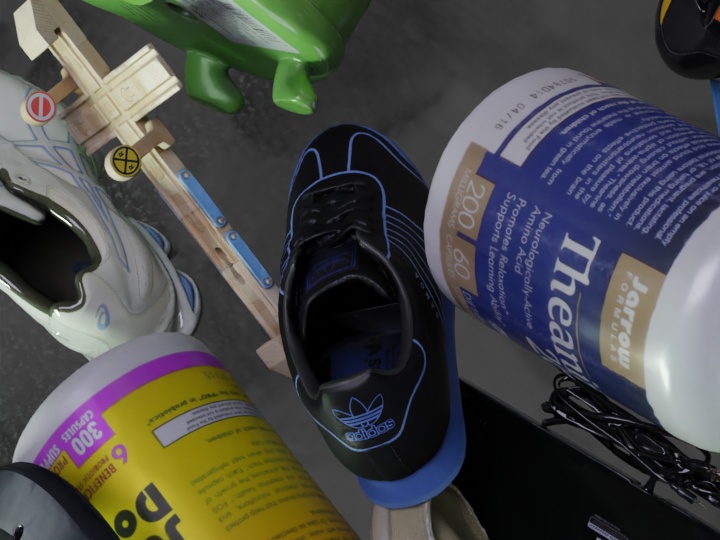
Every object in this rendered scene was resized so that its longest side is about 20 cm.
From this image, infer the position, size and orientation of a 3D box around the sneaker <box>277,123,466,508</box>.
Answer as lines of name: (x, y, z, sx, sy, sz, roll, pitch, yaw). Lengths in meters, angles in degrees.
sneaker: (0.000, 0.000, 1.237, 0.070, 0.078, 0.201, -21, 46, 9)

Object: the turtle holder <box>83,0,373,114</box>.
turtle holder: (-0.059, -0.150, 1.312, 0.140, 0.185, 0.132, 28, 80, -9)

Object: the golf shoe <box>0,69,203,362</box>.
golf shoe: (-0.154, -0.036, 1.332, 0.200, 0.097, 0.078, 41, 96, 27)

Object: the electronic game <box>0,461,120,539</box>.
electronic game: (-0.110, 0.173, 1.226, 0.041, 0.200, 0.200, -21, 63, -27)

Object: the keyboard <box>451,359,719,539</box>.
keyboard: (0.116, 0.108, 1.226, 0.200, 0.040, 0.105, 31, 113, 25)

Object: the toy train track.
toy train track: (-0.088, -0.031, 1.284, 0.033, 0.115, 0.200, -41, 96, -27)

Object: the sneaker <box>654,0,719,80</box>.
sneaker: (0.154, -0.137, 1.164, 0.200, 0.090, 0.070, -39, 55, 54)

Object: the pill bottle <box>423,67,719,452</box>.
pill bottle: (0.127, 0.003, 1.170, 0.200, 0.111, 0.111, 30, 90, 42)

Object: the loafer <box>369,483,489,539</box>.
loafer: (0.073, 0.164, 1.200, 0.068, 0.076, 0.201, -34, 76, 18)

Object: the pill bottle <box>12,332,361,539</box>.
pill bottle: (-0.052, 0.128, 1.244, 0.104, 0.104, 0.200, -44, 65, 7)

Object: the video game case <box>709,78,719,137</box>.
video game case: (0.221, -0.052, 1.171, 0.200, 0.018, 0.144, -25, 66, 46)
